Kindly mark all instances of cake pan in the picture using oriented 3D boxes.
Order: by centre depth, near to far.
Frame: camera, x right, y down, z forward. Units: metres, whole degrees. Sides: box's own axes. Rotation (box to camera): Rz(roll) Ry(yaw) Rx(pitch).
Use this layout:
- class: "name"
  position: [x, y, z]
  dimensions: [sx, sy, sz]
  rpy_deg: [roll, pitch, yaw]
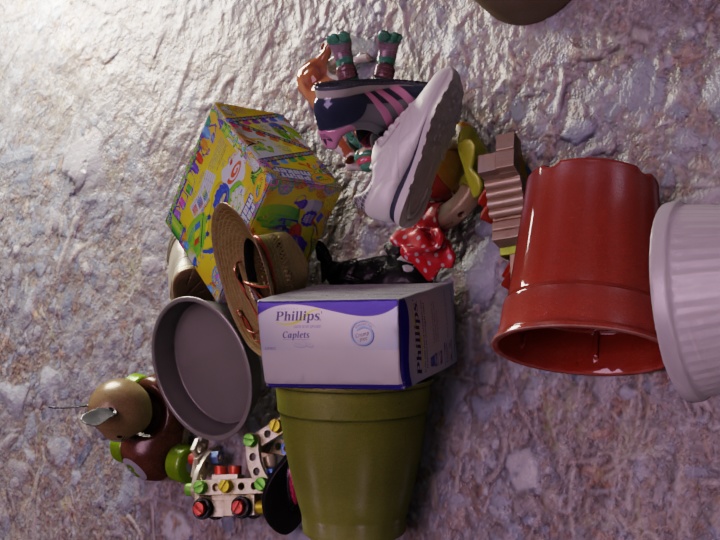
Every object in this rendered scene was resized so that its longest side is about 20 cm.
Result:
- class: "cake pan"
  position: [-0.207, 0.130, 1.761]
  dimensions: [0.199, 0.037, 0.203]
  rpy_deg: [14, 111, 39]

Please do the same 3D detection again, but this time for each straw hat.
- class: "straw hat"
  position: [-0.113, 0.001, 1.636]
  dimensions: [0.201, 0.084, 0.203]
  rpy_deg: [47, 147, 46]

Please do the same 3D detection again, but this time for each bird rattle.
- class: "bird rattle"
  position: [0.114, -0.095, 1.618]
  dimensions: [0.200, 0.112, 0.164]
  rpy_deg: [-51, 35, 29]

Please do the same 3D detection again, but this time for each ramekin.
- class: "ramekin"
  position: [0.362, 0.026, 1.295]
  dimensions: [0.093, 0.202, 0.205]
  rpy_deg: [-9, 74, 28]

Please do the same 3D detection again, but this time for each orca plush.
- class: "orca plush"
  position: [0.000, 0.000, 1.691]
  dimensions: [0.199, 0.071, 0.106]
  rpy_deg: [31, 100, 41]

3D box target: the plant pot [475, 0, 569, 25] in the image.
- class: "plant pot"
  position: [0.157, -0.419, 1.560]
  dimensions: [0.186, 0.199, 0.190]
  rpy_deg: [-10, 73, 38]

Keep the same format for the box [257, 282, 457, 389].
- class: "box"
  position: [0.001, 0.075, 1.552]
  dimensions: [0.182, 0.200, 0.106]
  rpy_deg: [-2, 94, 23]

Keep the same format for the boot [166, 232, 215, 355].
- class: "boot"
  position: [-0.245, 0.047, 1.889]
  dimensions: [0.155, 0.071, 0.202]
  rpy_deg: [-111, 16, -57]

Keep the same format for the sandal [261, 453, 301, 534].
- class: "sandal"
  position: [-0.068, 0.258, 1.692]
  dimensions: [0.045, 0.075, 0.202]
  rpy_deg: [36, 102, 53]

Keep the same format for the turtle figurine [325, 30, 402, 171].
- class: "turtle figurine"
  position: [0.010, -0.203, 1.651]
  dimensions: [0.101, 0.148, 0.203]
  rpy_deg: [144, 124, -62]

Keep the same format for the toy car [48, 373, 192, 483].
- class: "toy car"
  position: [-0.341, 0.220, 1.856]
  dimensions: [0.163, 0.199, 0.160]
  rpy_deg: [8, 87, 42]

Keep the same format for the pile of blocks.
- class: "pile of blocks"
  position: [0.177, -0.060, 1.522]
  dimensions: [0.061, 0.082, 0.203]
  rpy_deg: [-9, 97, 26]

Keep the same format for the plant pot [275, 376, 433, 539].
- class: "plant pot"
  position: [-0.009, 0.228, 1.588]
  dimensions: [0.199, 0.199, 0.196]
  rpy_deg: [2, 94, 41]

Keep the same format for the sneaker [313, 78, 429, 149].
- class: "sneaker"
  position: [0.027, -0.191, 1.575]
  dimensions: [0.070, 0.198, 0.083]
  rpy_deg: [17, 110, 55]

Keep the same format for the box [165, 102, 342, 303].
- class: "box"
  position: [-0.152, -0.089, 1.778]
  dimensions: [0.193, 0.121, 0.201]
  rpy_deg: [52, 125, 41]

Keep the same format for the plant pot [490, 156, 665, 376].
- class: "plant pot"
  position: [0.247, -0.006, 1.408]
  dimensions: [0.199, 0.200, 0.198]
  rpy_deg: [-9, 67, 39]

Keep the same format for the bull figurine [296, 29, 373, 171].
- class: "bull figurine"
  position: [-0.015, -0.229, 1.759]
  dimensions: [0.121, 0.065, 0.201]
  rpy_deg: [-44, 62, 13]

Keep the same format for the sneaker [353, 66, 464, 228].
- class: "sneaker"
  position: [0.058, -0.154, 1.536]
  dimensions: [0.080, 0.076, 0.202]
  rpy_deg: [22, 84, 31]

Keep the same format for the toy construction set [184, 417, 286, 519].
- class: "toy construction set"
  position: [-0.173, 0.273, 1.769]
  dimensions: [0.198, 0.092, 0.133]
  rpy_deg: [-11, 74, 39]
